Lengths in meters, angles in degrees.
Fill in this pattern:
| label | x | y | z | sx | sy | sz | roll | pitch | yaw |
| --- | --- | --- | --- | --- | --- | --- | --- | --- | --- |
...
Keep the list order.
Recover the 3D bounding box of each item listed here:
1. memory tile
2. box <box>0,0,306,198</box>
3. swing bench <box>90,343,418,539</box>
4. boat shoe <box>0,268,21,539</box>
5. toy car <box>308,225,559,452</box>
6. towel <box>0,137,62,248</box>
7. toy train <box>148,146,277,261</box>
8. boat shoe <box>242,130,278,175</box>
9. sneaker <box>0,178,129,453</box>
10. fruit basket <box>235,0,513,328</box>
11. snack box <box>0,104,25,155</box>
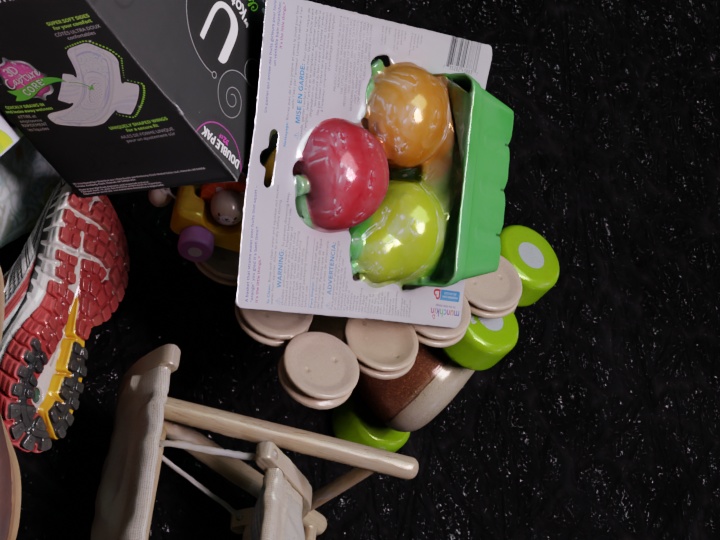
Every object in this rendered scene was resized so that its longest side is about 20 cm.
| label | x | y | z | sx | sy | sz | roll | pitch | yaw |
| --- | --- | --- | --- | --- | --- | --- | --- | --- | --- |
| memory tile | 0.000 | 0.000 | 1.314 | 0.200 | 0.017 | 0.153 | -26 | 67 | -36 |
| box | -0.147 | -0.162 | 1.162 | 0.200 | 0.124 | 0.149 | 52 | 45 | -42 |
| swing bench | -0.084 | 0.185 | 1.231 | 0.200 | 0.130 | 0.199 | 26 | 51 | -24 |
| boat shoe | -0.236 | 0.083 | 1.124 | 0.070 | 0.070 | 0.200 | -28 | 115 | -72 |
| toy car | 0.005 | 0.005 | 1.424 | 0.200 | 0.164 | 0.158 | 42 | 41 | -3 |
| towel | -0.225 | -0.110 | 1.281 | 0.200 | 0.048 | 0.171 | -32 | 108 | -52 |
| toy train | -0.078 | -0.083 | 1.298 | 0.200 | 0.056 | 0.150 | -6 | 57 | -26 |
| boat shoe | -0.090 | -0.109 | 1.397 | 0.202 | 0.072 | 0.060 | 34 | 9 | -23 |
| sneaker | -0.203 | 0.019 | 1.226 | 0.078 | 0.082 | 0.200 | 61 | 37 | -41 |
| fruit basket | 0.002 | -0.062 | 1.236 | 0.200 | 0.094 | 0.186 | 6 | 89 | -40 |
| snack box | -0.226 | -0.155 | 1.200 | 0.200 | 0.053 | 0.142 | -50 | 125 | -47 |
